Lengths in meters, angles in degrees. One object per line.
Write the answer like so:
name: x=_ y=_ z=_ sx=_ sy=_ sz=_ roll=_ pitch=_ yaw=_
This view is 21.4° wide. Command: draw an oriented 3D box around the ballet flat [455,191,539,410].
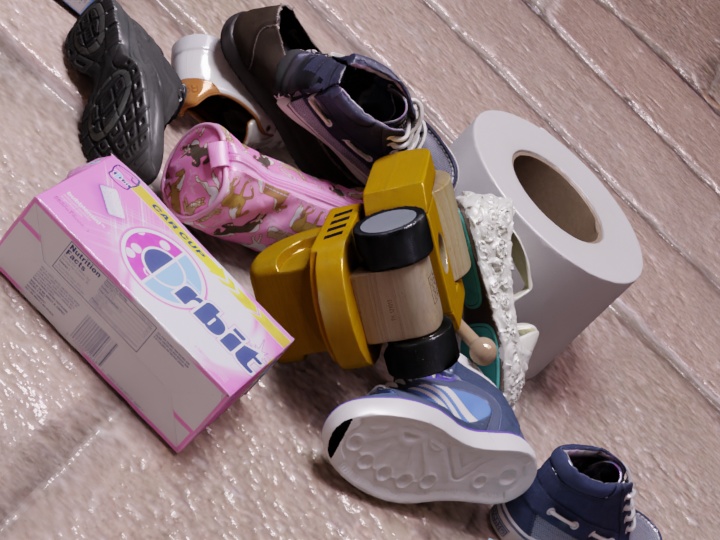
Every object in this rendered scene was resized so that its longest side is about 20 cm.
ballet flat: x=0.115 y=0.033 z=1.567 sx=0.072 sy=0.071 sz=0.202 roll=-18 pitch=102 yaw=-60

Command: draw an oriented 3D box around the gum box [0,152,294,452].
gum box: x=-0.154 y=0.016 z=1.326 sx=0.200 sy=0.066 sz=0.113 roll=45 pitch=28 yaw=2

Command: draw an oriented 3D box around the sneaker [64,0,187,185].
sneaker: x=-0.173 y=-0.136 z=1.513 sx=0.090 sy=0.076 sz=0.201 roll=31 pitch=32 yaw=-38

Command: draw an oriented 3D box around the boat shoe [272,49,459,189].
boat shoe: x=0.025 y=-0.110 z=1.540 sx=0.199 sy=0.075 sz=0.092 roll=30 pitch=-12 yaw=-34

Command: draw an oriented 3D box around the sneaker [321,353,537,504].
sneaker: x=0.033 y=0.105 z=1.468 sx=0.199 sy=0.081 sz=0.147 roll=14 pitch=27 yaw=-34

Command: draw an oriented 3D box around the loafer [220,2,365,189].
loafer: x=-0.034 y=-0.138 z=1.587 sx=0.200 sy=0.071 sz=0.073 roll=48 pitch=45 yaw=-17

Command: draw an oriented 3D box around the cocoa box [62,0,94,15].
cocoa box: x=-0.222 y=-0.332 z=1.647 sx=0.131 sy=0.133 sz=0.201 roll=39 pitch=28 yaw=-12

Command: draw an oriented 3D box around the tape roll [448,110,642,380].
tape roll: x=0.133 y=-0.022 z=1.699 sx=0.202 sy=0.139 sz=0.204 roll=33 pitch=28 yaw=-20

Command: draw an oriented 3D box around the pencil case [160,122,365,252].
pencil case: x=-0.065 y=-0.052 z=1.518 sx=0.199 sy=0.087 sz=0.083 roll=19 pitch=20 yaw=-42

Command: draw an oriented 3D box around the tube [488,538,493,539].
tube: x=0.144 y=0.282 z=1.398 sx=0.077 sy=0.050 sz=0.201 roll=35 pitch=22 yaw=-33

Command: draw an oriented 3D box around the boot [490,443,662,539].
boot: x=0.200 y=0.195 z=1.541 sx=0.199 sy=0.090 sz=0.073 roll=15 pitch=39 yaw=-44

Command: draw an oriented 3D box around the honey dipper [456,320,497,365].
honey dipper: x=0.056 y=0.023 z=1.577 sx=0.038 sy=0.038 sz=0.200 roll=20 pitch=18 yaw=-39

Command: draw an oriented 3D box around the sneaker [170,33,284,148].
sneaker: x=-0.083 y=-0.124 z=1.639 sx=0.199 sy=0.073 sz=0.085 roll=22 pitch=53 yaw=-34

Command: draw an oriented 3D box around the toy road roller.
toy road roller: x=0.000 y=0.000 z=1.464 sx=0.200 sy=0.144 sz=0.124 roll=-68 pitch=146 yaw=-65
